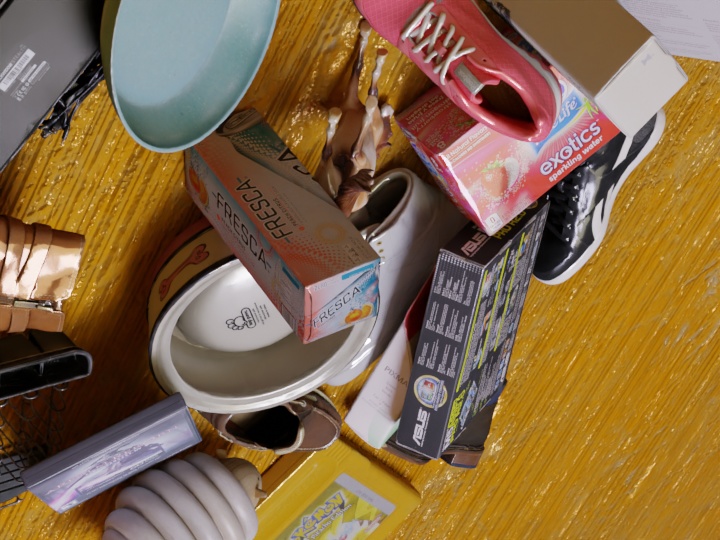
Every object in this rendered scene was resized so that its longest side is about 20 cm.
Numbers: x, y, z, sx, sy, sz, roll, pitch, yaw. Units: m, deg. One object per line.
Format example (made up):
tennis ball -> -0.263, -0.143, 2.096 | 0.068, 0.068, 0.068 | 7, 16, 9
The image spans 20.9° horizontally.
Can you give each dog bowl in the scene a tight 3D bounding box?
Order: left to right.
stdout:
dog bowl -> -0.088, 0.026, 1.621 | 0.199, 0.074, 0.201 | -15, 140, -13

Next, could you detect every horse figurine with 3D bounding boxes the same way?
horse figurine -> -0.004, -0.101, 1.543 | 0.050, 0.201, 0.133 | 11, 129, 2

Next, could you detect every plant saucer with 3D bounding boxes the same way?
plant saucer -> -0.126, -0.184, 1.387 | 0.200, 0.036, 0.201 | -44, 145, -41

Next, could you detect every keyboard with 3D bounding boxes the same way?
keyboard -> -0.237, -0.142, 1.392 | 0.104, 0.040, 0.200 | 36, 102, -29

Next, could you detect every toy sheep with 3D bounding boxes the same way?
toy sheep -> -0.166, 0.236, 1.746 | 0.200, 0.138, 0.138 | -41, 147, -28

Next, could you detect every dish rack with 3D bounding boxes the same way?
dish rack -> -0.304, 0.138, 1.586 | 0.153, 0.055, 0.201 | -14, 136, -30

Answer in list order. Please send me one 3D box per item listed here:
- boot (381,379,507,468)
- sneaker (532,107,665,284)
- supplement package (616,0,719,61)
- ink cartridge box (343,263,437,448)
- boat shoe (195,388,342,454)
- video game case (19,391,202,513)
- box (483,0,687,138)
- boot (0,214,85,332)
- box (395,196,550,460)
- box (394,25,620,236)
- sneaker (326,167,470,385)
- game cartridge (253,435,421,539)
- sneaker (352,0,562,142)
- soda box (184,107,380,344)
boot -> 0.070, 0.134, 1.910 | 0.200, 0.075, 0.097 | 13, 107, -56
sneaker -> 0.187, -0.087, 1.785 | 0.112, 0.073, 0.201 | 18, 106, -45
supplement package -> 0.287, -0.279, 1.564 | 0.200, 0.151, 0.151 | 43, 65, -53
ink cartridge box -> 0.073, 0.047, 1.755 | 0.161, 0.050, 0.200 | -43, 168, -53
boat shoe -> -0.079, 0.141, 1.769 | 0.075, 0.075, 0.202 | -51, 142, 14
video game case -> -0.204, 0.155, 1.633 | 0.142, 0.019, 0.200 | -27, 170, -7
box -> 0.161, -0.198, 1.534 | 0.068, 0.200, 0.082 | -45, 143, 7
boot -> -0.272, -0.025, 1.381 | 0.154, 0.077, 0.201 | 8, 132, -12
box -> 0.099, 0.044, 1.714 | 0.160, 0.044, 0.201 | -41, 148, -54
box -> 0.143, -0.139, 1.646 | 0.200, 0.095, 0.100 | -38, 123, -3
sneaker -> 0.000, 0.000, 1.707 | 0.200, 0.074, 0.115 | -54, 140, 2
game cartridge -> -0.048, 0.250, 1.943 | 0.176, 0.032, 0.200 | -45, 144, 5
sneaker -> 0.079, -0.171, 1.518 | 0.200, 0.087, 0.074 | 36, 111, -11
soda box -> -0.062, -0.037, 1.499 | 0.068, 0.200, 0.064 | -21, 140, -23
